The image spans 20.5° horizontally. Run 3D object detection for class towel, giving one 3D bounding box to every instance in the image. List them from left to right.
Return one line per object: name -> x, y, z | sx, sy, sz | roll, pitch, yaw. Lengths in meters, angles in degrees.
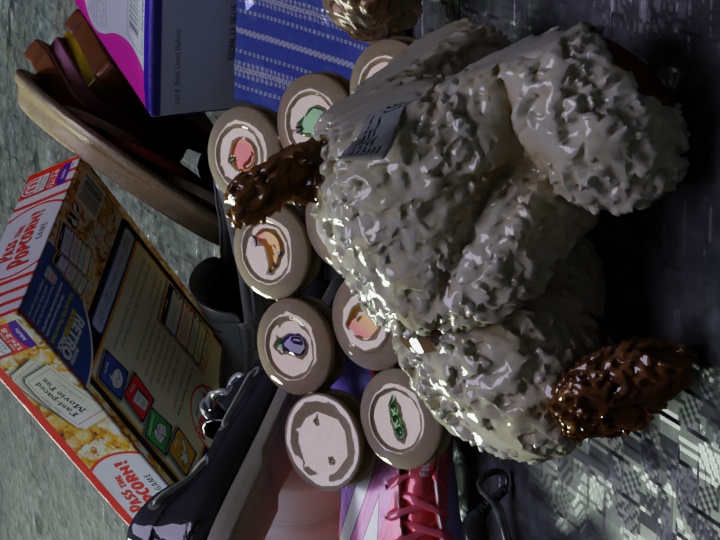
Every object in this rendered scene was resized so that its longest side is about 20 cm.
towel -> -0.026, -0.171, 1.051 | 0.145, 0.024, 0.200 | 24, 120, 47

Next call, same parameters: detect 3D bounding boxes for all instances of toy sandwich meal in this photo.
toy sandwich meal -> -0.132, -0.091, 1.266 | 0.070, 0.205, 0.205 | -55, 28, 3

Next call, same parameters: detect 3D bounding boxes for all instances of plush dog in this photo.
plush dog -> 0.048, 0.003, 0.818 | 0.172, 0.160, 0.200 | 64, 164, -15

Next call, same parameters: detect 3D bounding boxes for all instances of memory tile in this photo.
memory tile -> 0.000, 0.000, 0.965 | 0.153, 0.017, 0.200 | -19, 86, 39

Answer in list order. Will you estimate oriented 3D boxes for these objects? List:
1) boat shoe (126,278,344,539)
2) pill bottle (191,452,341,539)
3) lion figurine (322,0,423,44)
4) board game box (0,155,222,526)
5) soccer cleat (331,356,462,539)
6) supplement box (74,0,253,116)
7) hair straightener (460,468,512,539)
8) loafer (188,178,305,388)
boat shoe -> -0.061, 0.076, 1.051 | 0.073, 0.063, 0.200 | 84, -156, -49
pill bottle -> -0.052, 0.165, 1.159 | 0.111, 0.111, 0.200 | -116, 27, -43
lion figurine -> 0.026, -0.177, 0.886 | 0.200, 0.072, 0.123 | 161, 108, -73
board game box -> -0.149, 0.051, 1.229 | 0.200, 0.046, 0.152 | 54, -151, -29
soccer cleat -> 0.024, 0.104, 1.005 | 0.076, 0.067, 0.200 | 136, 128, -61
supplement box -> -0.107, -0.181, 1.216 | 0.200, 0.103, 0.101 | -129, 37, -54
hair straightener -> 0.086, 0.179, 0.905 | 0.077, 0.041, 0.200 | 119, 145, -58
loafer -> -0.071, 0.011, 1.203 | 0.070, 0.070, 0.200 | -117, 28, -44
